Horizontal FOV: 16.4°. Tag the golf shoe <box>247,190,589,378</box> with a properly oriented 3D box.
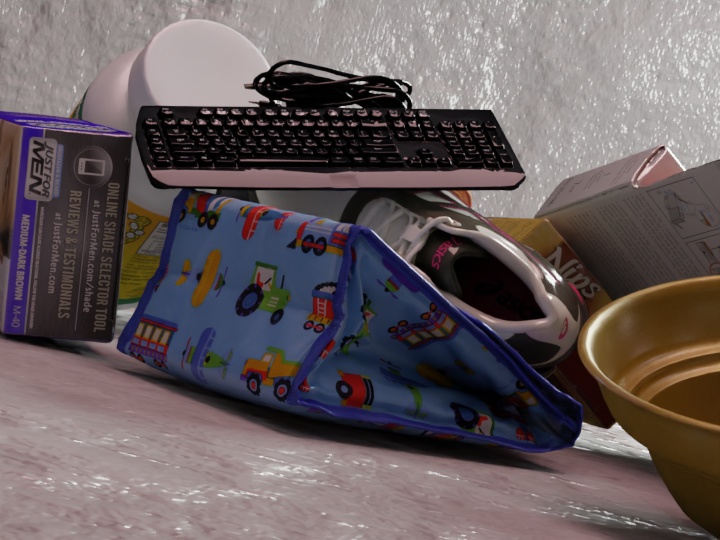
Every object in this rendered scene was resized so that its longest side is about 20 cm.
[{"bbox_3d":[0.029,-0.019,1.294,0.200,0.077,0.088,29,-5,9],"label":"golf shoe"}]

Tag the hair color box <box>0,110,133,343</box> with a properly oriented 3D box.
[{"bbox_3d":[-0.174,-0.028,1.363,0.065,0.110,0.200,5,4,-17],"label":"hair color box"}]

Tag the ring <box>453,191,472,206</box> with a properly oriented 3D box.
[{"bbox_3d":[-0.026,-0.015,1.559,0.200,0.019,0.200,-21,-17,-6],"label":"ring"}]

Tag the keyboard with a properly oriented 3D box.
[{"bbox_3d":[-0.019,-0.079,1.291,0.199,0.040,0.104,0,31,-18],"label":"keyboard"}]

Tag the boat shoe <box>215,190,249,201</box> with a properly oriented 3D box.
[{"bbox_3d":[0.000,-0.001,1.373,0.199,0.066,0.075,32,-17,13],"label":"boat shoe"}]

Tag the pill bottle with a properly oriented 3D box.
[{"bbox_3d":[-0.126,-0.065,1.503,0.112,0.113,0.200,12,-30,-22],"label":"pill bottle"}]

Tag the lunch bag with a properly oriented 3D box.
[{"bbox_3d":[0.007,0.045,1.258,0.200,0.094,0.150,28,-9,-39],"label":"lunch bag"}]

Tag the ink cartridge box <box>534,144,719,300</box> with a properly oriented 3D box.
[{"bbox_3d":[0.214,0.016,1.392,0.200,0.044,0.173,51,-34,-14],"label":"ink cartridge box"}]

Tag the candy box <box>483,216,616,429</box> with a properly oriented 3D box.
[{"bbox_3d":[0.100,0.028,1.487,0.117,0.056,0.200,50,-7,-8],"label":"candy box"}]

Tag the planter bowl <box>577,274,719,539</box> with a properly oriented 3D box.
[{"bbox_3d":[0.194,0.073,1.108,0.200,0.084,0.200,1,20,0],"label":"planter bowl"}]
